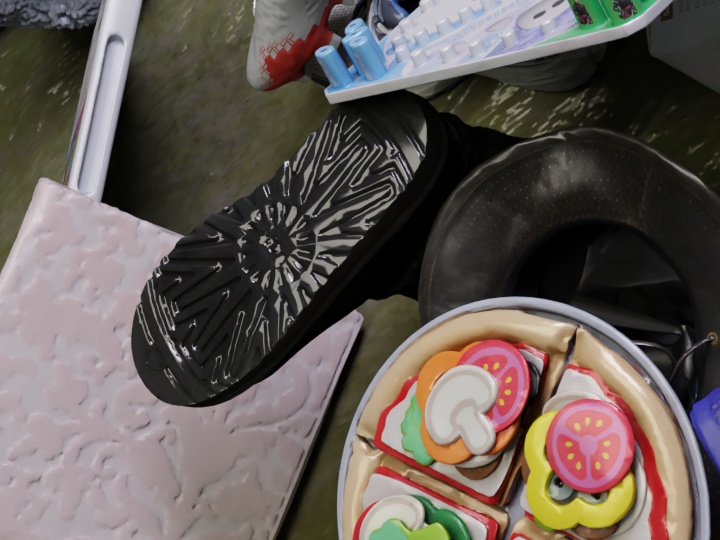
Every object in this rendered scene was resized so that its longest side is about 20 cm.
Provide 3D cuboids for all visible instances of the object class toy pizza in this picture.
[{"bbox_3d":[0.066,0.112,1.169,0.200,0.032,0.201,-1,88,35],"label":"toy pizza"}]

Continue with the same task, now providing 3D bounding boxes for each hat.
[{"bbox_3d":[0.126,0.029,1.205,0.200,0.081,0.201,6,101,31],"label":"hat"}]

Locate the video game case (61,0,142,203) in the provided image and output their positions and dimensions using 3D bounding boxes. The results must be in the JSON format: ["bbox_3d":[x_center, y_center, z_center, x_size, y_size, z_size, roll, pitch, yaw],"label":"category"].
[{"bbox_3d":[-0.152,-0.067,1.444,0.200,0.023,0.183,139,142,-77],"label":"video game case"}]

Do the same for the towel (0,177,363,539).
[{"bbox_3d":[-0.119,0.073,1.336,0.191,0.200,0.032,-67,23,-3],"label":"towel"}]

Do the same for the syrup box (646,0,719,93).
[{"bbox_3d":[0.234,-0.145,1.181,0.200,0.079,0.082,-15,66,37],"label":"syrup box"}]

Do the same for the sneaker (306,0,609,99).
[{"bbox_3d":[0.032,-0.136,1.348,0.200,0.085,0.077,-4,72,40],"label":"sneaker"}]

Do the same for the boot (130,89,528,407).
[{"bbox_3d":[0.002,0.002,1.277,0.211,0.158,0.080,-40,62,18],"label":"boot"}]

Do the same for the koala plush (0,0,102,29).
[{"bbox_3d":[-0.231,-0.217,1.577,0.200,0.183,0.178,2,88,62],"label":"koala plush"}]

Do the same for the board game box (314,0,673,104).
[{"bbox_3d":[0.100,-0.153,1.186,0.200,0.026,0.200,-9,27,47],"label":"board game box"}]

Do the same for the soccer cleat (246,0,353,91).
[{"bbox_3d":[-0.035,-0.174,1.314,0.200,0.085,0.069,120,158,-44],"label":"soccer cleat"}]

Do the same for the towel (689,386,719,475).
[{"bbox_3d":[0.258,0.073,1.085,0.200,0.050,0.148,-33,75,18],"label":"towel"}]
